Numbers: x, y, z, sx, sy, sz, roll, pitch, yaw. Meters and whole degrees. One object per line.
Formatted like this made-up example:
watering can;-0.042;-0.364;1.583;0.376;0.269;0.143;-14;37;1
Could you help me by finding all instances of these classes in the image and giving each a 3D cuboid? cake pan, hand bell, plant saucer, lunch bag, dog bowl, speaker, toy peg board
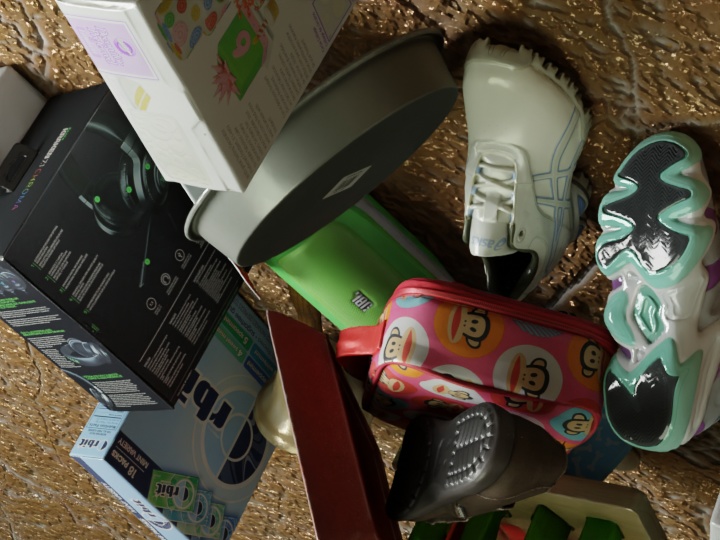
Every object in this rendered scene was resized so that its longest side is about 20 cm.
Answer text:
cake pan;-0.018;-0.070;1.073;0.037;0.200;0.200;52;153;8
hand bell;-0.043;0.050;1.438;0.104;0.104;0.200;17;138;18
plant saucer;-0.005;0.151;1.201;0.037;0.200;0.200;-19;141;3
lunch bag;0.069;0.070;1.187;0.176;0.082;0.200;14;164;-3
dog bowl;0.152;0.140;1.346;0.050;0.111;0.200;42;151;0
speaker;0.000;0.000;1.293;0.200;0.089;0.088;42;149;-26
toy peg board;0.128;0.236;1.296;0.200;0.098;0.199;8;146;33

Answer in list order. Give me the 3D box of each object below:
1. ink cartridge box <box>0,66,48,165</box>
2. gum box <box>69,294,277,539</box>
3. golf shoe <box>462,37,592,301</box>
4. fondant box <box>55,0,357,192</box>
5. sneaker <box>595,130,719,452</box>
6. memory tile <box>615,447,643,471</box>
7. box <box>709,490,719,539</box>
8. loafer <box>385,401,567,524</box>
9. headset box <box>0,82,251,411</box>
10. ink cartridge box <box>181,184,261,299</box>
ink cartridge box;-0.324;-0.056;1.411;0.200;0.145;0.145;-5;139;44
gum box;-0.139;0.123;1.496;0.045;0.200;0.170;2;143;39
golf shoe;0.098;-0.055;1.104;0.078;0.097;0.200;13;148;27
fondant box;-0.066;-0.165;0.950;0.058;0.200;0.144;9;147;29
sneaker;0.216;0.008;1.121;0.078;0.200;0.140;14;-164;41
memory tile;0.127;0.112;1.445;0.200;0.017;0.153;3;144;36
box;0.343;0.149;1.125;0.200;0.199;0.171;17;150;19
loafer;0.073;0.135;1.134;0.071;0.073;0.200;20;166;-14
headset box;-0.194;-0.020;1.330;0.093;0.174;0.200;-6;138;46
ink cartridge box;-0.112;-0.088;1.200;0.162;0.050;0.200;58;180;29
